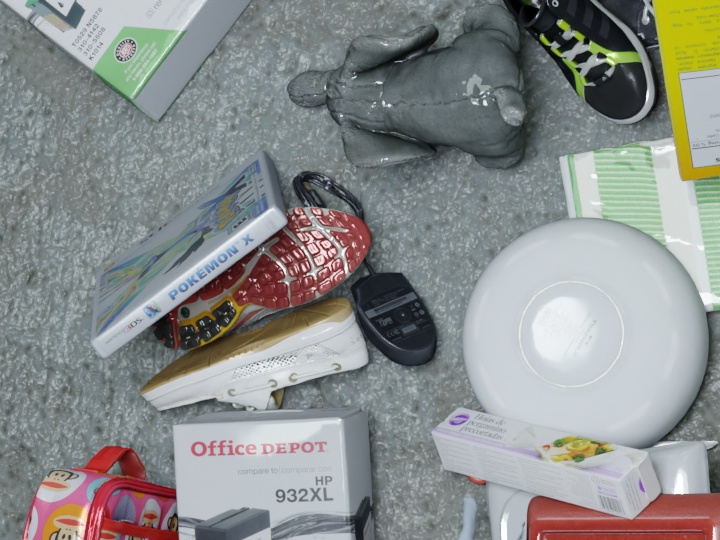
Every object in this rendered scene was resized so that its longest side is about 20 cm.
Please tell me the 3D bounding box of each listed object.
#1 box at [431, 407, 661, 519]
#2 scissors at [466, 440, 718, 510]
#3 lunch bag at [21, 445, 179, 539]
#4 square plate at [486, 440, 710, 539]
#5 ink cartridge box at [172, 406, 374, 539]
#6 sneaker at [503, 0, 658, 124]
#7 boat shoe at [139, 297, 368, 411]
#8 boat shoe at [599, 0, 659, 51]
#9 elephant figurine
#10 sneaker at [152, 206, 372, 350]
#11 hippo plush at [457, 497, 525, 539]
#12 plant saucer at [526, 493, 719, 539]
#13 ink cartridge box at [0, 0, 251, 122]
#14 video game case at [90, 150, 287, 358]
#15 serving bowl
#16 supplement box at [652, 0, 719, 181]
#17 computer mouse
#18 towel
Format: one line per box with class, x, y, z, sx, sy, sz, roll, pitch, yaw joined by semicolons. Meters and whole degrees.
box;0.141;0.147;1.652;0.200;0.041;0.039;9;38;47
scissors;0.182;0.144;1.719;0.200;0.014;0.073;-22;73;11
lunch bag;-0.200;0.229;1.703;0.082;0.200;0.177;6;82;19
square plate;0.181;0.240;1.647;0.198;0.028;0.200;-11;74;33
ink cartridge box;-0.067;0.214;1.714;0.145;0.084;0.200;-3;91;14
sneaker;0.157;-0.194;1.718;0.072;0.083;0.200;-40;84;40
boat shoe;-0.087;0.088;1.769;0.200;0.071;0.069;-19;107;21
boat shoe;0.253;-0.215;1.739;0.200;0.068;0.072;0;80;15
elephant figurine;0.033;-0.138;1.736;0.200;0.155;0.142;-2;61;3
sneaker;-0.079;0.000;1.762;0.200;0.082;0.078;-22;89;22
hippo plush;0.044;0.281;1.596;0.159;0.161;0.200;18;99;57
plant saucer;0.200;0.265;1.588;0.199;0.037;0.200;-5;79;35
ink cartridge box;-0.216;-0.248;1.852;0.200;0.084;0.146;37;90;16
video game case;-0.142;-0.018;1.744;0.182;0.200;0.022;-36;106;5
serving bowl;0.172;0.053;1.693;0.200;0.066;0.201;-2;82;17
supplement box;0.287;-0.184;1.648;0.109;0.200;0.110;-6;36;12
computer mouse;0.000;0.000;1.780;0.059;0.034;0.200;-19;65;-27
towel;0.269;-0.039;1.729;0.200;0.023;0.153;-9;78;11
